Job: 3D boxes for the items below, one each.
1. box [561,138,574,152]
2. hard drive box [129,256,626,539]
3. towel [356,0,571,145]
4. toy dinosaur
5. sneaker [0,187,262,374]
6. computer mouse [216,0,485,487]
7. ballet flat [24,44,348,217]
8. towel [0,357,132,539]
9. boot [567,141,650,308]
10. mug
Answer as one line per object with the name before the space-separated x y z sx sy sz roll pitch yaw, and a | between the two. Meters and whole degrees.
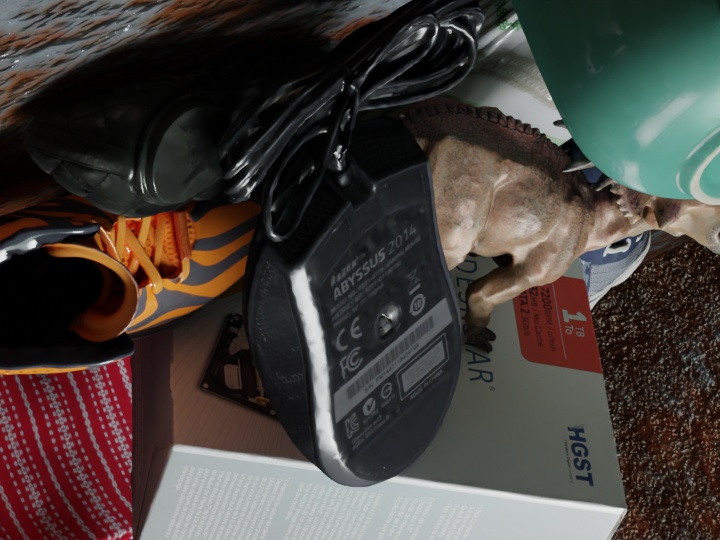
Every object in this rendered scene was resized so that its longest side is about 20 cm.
box | 0.136 -0.107 1.174 0.199 0.044 0.160 -25 173 -10
hard drive box | 0.003 0.055 0.998 0.199 0.156 0.077 9 134 -16
towel | 0.104 -0.098 0.986 0.200 0.031 0.149 -33 154 28
toy dinosaur | 0.058 -0.039 0.951 0.199 0.086 0.136 7 139 -28
sneaker | -0.094 0.002 0.866 0.199 0.078 0.112 -23 -166 -31
computer mouse | -0.007 -0.007 0.871 0.053 0.201 0.138 24 -135 35
ballet flat | -0.054 -0.058 0.859 0.057 0.067 0.200 19 -168 21
towel | -0.135 0.058 0.971 0.022 0.145 0.200 -22 176 22
boot | 0.131 -0.042 1.178 0.091 0.073 0.200 -59 178 24
mug | 0.128 -0.095 0.813 0.152 0.115 0.185 -35 156 35
